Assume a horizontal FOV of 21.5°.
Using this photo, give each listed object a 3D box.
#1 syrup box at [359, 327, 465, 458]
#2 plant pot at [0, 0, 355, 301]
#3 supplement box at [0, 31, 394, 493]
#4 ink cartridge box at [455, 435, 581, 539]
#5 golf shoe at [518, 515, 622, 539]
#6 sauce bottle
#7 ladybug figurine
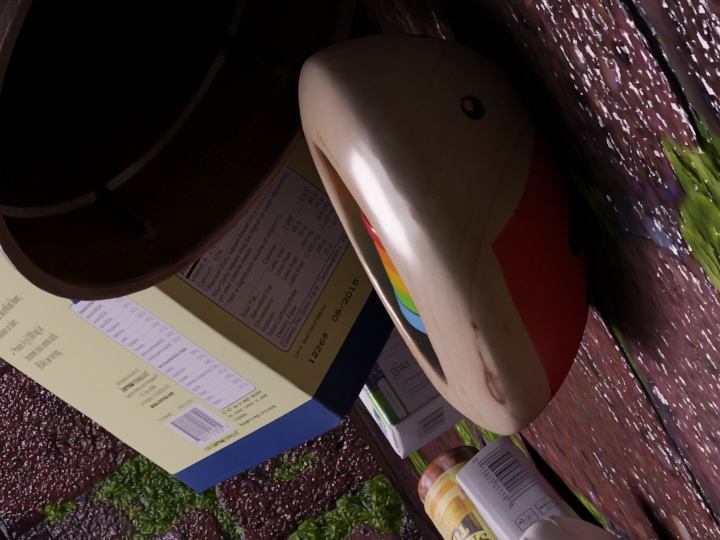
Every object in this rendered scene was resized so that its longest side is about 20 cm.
[{"bbox_3d":[0.000,0.000,1.116,0.201,0.081,0.079,55,173,18],"label":"syrup box"},{"bbox_3d":[-0.137,-0.124,0.750,0.197,0.201,0.201,32,163,27],"label":"plant pot"},{"bbox_3d":[-0.096,-0.014,0.940,0.199,0.135,0.200,36,152,-12],"label":"supplement box"},{"bbox_3d":[0.152,0.215,1.188,0.200,0.050,0.162,52,178,-30],"label":"ink cartridge box"},{"bbox_3d":[0.149,0.188,0.890,0.200,0.072,0.092,47,167,19],"label":"golf shoe"},{"bbox_3d":[0.112,0.215,1.384,0.200,0.066,0.066,53,172,42],"label":"sauce bottle"},{"bbox_3d":[0.038,-0.016,0.717,0.136,0.072,0.201,56,174,35],"label":"ladybug figurine"}]
